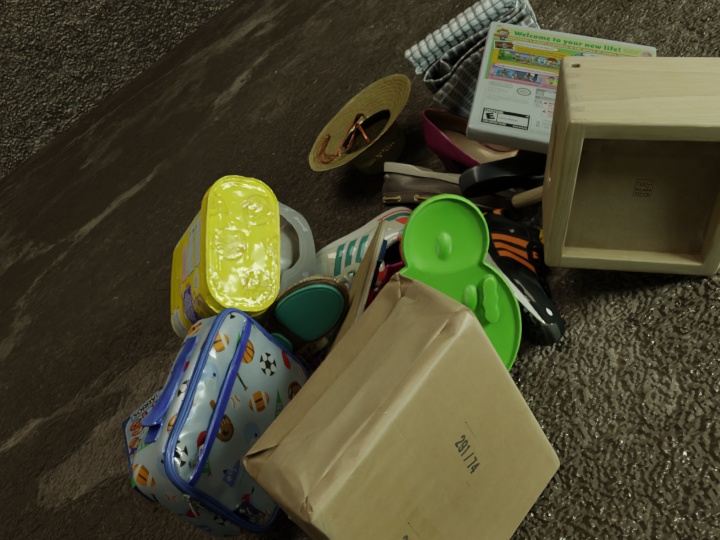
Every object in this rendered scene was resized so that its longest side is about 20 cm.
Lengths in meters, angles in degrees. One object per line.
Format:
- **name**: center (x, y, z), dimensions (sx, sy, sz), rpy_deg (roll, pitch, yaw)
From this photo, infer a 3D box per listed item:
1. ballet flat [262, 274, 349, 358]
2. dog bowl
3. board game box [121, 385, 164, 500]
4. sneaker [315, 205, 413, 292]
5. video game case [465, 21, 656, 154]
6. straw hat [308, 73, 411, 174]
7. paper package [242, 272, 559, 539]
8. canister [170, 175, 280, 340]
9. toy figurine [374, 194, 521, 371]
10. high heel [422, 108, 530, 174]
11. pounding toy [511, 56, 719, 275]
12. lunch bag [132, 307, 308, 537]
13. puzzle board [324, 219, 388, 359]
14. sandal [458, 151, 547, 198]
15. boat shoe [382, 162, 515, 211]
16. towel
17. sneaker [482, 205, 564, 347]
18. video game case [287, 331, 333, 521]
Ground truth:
- **ballet flat**: center (-0.071, 0.054, 0.758), dimensions (0.200, 0.070, 0.066), rpy_deg (-43, 12, 38)
- **dog bowl**: center (-0.126, 0.005, 0.891), dimensions (0.198, 0.057, 0.207), rpy_deg (-18, 68, 51)
- **board game box**: center (-0.221, 0.181, 0.893), dimensions (0.199, 0.035, 0.135), rpy_deg (-42, 34, -4)
- **sneaker**: center (0.001, 0.000, 0.856), dimensions (0.197, 0.071, 0.094), rpy_deg (-34, 28, 4)
- **video game case**: center (0.226, -0.197, 0.753), dimensions (0.194, 0.022, 0.186), rpy_deg (12, 57, 9)
- **straw hat**: center (0.019, -0.200, 1.056), dimensions (0.198, 0.085, 0.204), rpy_deg (-31, 33, 22)
- **paper package**: center (0.040, 0.148, 0.534), dimensions (0.191, 0.201, 0.103), rpy_deg (-47, 35, -15)
- **canister**: center (-0.167, -0.003, 0.807), dimensions (0.199, 0.084, 0.154), rpy_deg (-31, 58, 58)
- **toy figurine**: center (0.065, 0.012, 0.700), dimensions (0.145, 0.207, 0.184), rpy_deg (-5, 15, -7)
- **high heel**: center (0.160, -0.165, 0.869), dimensions (0.197, 0.097, 0.068), rpy_deg (7, 53, 47)
- **pounding toy**: center (0.239, -0.091, 0.635), dimensions (0.178, 0.204, 0.145), rpy_deg (4, 46, 10)
- **lunch bag**: center (-0.132, 0.149, 0.669), dimensions (0.074, 0.161, 0.204), rpy_deg (-17, 41, 32)
- **puzzle board**: center (-0.015, 0.066, 0.708), dimensions (0.152, 0.017, 0.203), rpy_deg (116, 173, -48)
- **sandal**: center (0.210, -0.109, 0.771), dimensions (0.194, 0.076, 0.044), rpy_deg (-16, 76, 4)
- **boat shoe**: center (0.107, -0.096, 0.875), dimensions (0.196, 0.071, 0.062), rpy_deg (18, 102, 37)
- **towel**: center (0.172, -0.282, 0.921), dimensions (0.163, 0.088, 0.199), rpy_deg (-28, -10, 23)
- **sneaker**: center (0.169, -0.009, 0.709), dimensions (0.089, 0.071, 0.201), rpy_deg (-31, 36, -1)
- **video game case**: center (-0.042, 0.152, 0.755), dimensions (0.181, 0.036, 0.199), rpy_deg (-45, 34, -6)
